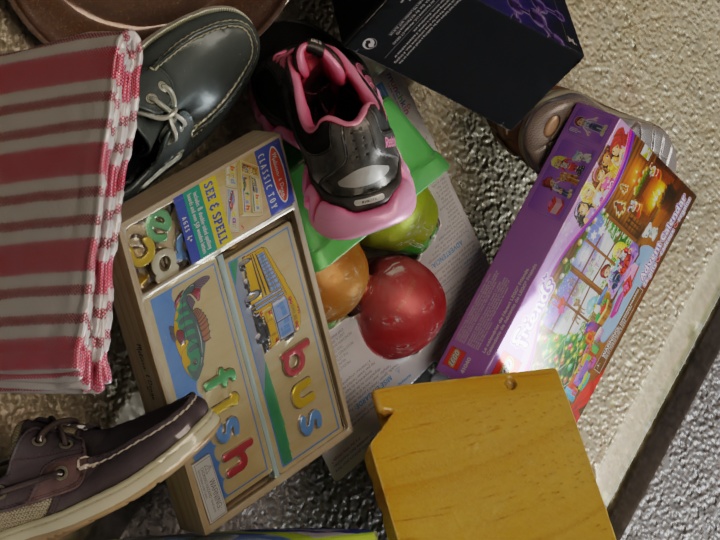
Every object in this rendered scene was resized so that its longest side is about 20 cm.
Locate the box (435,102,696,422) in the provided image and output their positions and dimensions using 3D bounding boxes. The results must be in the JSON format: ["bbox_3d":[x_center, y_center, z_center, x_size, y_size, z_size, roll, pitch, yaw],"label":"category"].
[{"bbox_3d":[0.139,0.007,1.518,0.137,0.039,0.201,34,82,-53],"label":"box"}]

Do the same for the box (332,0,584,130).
[{"bbox_3d":[0.048,-0.203,1.447,0.141,0.079,0.201,26,36,-35],"label":"box"}]

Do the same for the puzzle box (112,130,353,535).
[{"bbox_3d":[-0.075,0.036,1.331,0.133,0.025,0.201,-33,119,-38],"label":"puzzle box"}]

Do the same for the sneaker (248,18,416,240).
[{"bbox_3d":[-0.023,-0.108,1.355,0.079,0.200,0.096,-22,130,-7],"label":"sneaker"}]

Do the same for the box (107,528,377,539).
[{"bbox_3d":[-0.083,0.179,1.344,0.199,0.122,0.048,0,86,-37],"label":"box"}]

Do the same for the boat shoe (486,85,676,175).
[{"bbox_3d":[0.153,-0.087,1.575,0.076,0.072,0.200,-59,144,1],"label":"boat shoe"}]

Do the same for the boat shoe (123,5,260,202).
[{"bbox_3d":[-0.126,-0.079,1.347,0.200,0.062,0.073,-43,118,-16],"label":"boat shoe"}]

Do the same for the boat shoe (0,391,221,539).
[{"bbox_3d":[-0.174,0.113,1.268,0.199,0.072,0.065,-28,96,9],"label":"boat shoe"}]

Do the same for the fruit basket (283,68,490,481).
[{"bbox_3d":[0.000,0.000,1.458,0.185,0.093,0.201,-40,120,-32],"label":"fruit basket"}]

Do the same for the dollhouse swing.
[{"bbox_3d":[0.082,0.195,1.444,0.180,0.176,0.201,-5,60,-21],"label":"dollhouse swing"}]

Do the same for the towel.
[{"bbox_3d":[-0.182,-0.030,1.277,0.030,0.146,0.202,17,75,-45],"label":"towel"}]

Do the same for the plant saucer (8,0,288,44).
[{"bbox_3d":[-0.125,-0.213,1.363,0.199,0.037,0.202,-7,114,-17],"label":"plant saucer"}]
